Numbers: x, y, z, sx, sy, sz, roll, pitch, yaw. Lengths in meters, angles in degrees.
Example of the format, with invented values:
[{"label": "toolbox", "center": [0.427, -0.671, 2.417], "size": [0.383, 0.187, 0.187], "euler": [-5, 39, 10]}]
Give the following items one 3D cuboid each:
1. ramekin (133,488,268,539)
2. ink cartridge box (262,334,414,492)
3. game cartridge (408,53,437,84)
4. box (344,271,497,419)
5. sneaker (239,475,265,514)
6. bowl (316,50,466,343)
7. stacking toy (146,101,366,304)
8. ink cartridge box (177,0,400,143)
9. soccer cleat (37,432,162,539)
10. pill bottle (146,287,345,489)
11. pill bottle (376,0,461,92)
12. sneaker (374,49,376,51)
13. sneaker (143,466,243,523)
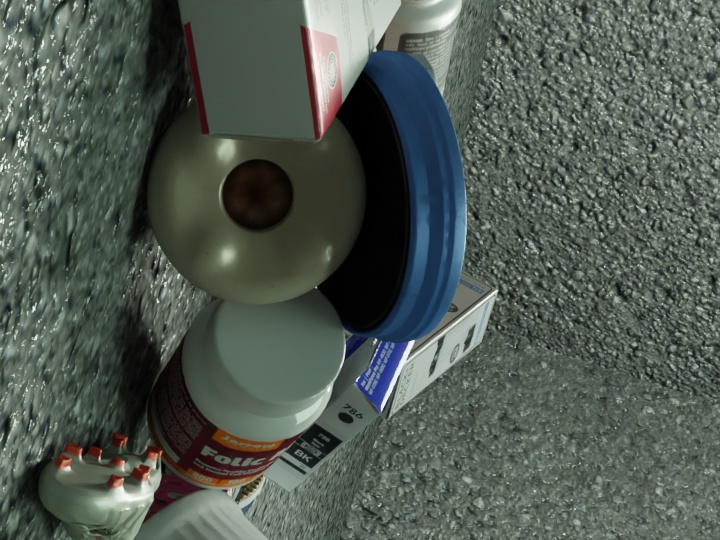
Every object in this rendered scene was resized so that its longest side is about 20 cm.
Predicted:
[{"label": "ramekin", "center": [-0.133, 0.278, 1.296], "size": [0.200, 0.097, 0.201], "euler": [-42, 153, -28]}, {"label": "ink cartridge box", "center": [-0.010, 0.092, 1.318], "size": [0.200, 0.039, 0.100], "euler": [-47, -167, 50]}, {"label": "game cartridge", "center": [-0.023, -0.091, 1.310], "size": [0.200, 0.132, 0.042], "euler": [-55, -131, 46]}, {"label": "box", "center": [0.030, 0.050, 1.521], "size": [0.200, 0.116, 0.060], "euler": [-32, 144, -54]}, {"label": "sneaker", "center": [-0.147, 0.251, 1.541], "size": [0.200, 0.070, 0.109], "euler": [-55, 157, -50]}, {"label": "bowl", "center": [0.008, -0.049, 1.151], "size": [0.200, 0.039, 0.202], "euler": [175, -90, -65]}, {"label": "stacking toy", "center": [-0.076, -0.064, 1.182], "size": [0.200, 0.145, 0.147], "euler": [-122, -132, -78]}, {"label": "ink cartridge box", "center": [-0.042, -0.193, 1.058], "size": [0.200, 0.084, 0.146], "euler": [-64, 153, -53]}, {"label": "soccer cleat", "center": [-0.171, 0.156, 1.109], "size": [0.200, 0.069, 0.078], "euler": [24, 86, -87]}, {"label": "pill bottle", "center": [-0.084, 0.082, 1.230], "size": [0.200, 0.114, 0.115], "euler": [129, -17, -62]}, {"label": "pill bottle", "center": [0.040, -0.244, 1.666], "size": [0.201, 0.112, 0.113], "euler": [101, 9, -48]}, {"label": "sneaker", "center": [-0.018, -0.199, 1.333], "size": [0.088, 0.075, 0.201], "euler": [-74, 165, -60]}, {"label": "sneaker", "center": [-0.140, 0.195, 1.439], "size": [0.088, 0.073, 0.201], "euler": [91, 11, -48]}]
